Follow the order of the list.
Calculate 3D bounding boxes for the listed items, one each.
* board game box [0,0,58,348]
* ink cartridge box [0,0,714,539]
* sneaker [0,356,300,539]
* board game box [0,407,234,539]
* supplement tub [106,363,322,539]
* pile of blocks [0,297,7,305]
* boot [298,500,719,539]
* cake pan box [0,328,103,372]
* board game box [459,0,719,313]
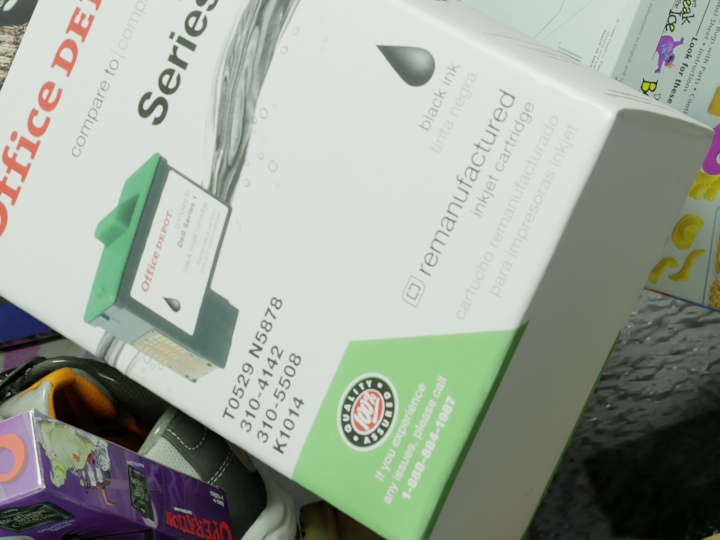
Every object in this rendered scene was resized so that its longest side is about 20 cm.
[{"bbox_3d":[-0.179,-0.051,1.174,0.159,0.097,0.200,-13,29,11],"label":"board game box"},{"bbox_3d":[-0.016,-0.023,0.856,0.199,0.147,0.084,29,10,26],"label":"ink cartridge box"},{"bbox_3d":[-0.111,0.059,0.925,0.199,0.080,0.074,5,44,35],"label":"sneaker"},{"bbox_3d":[-0.150,0.095,0.825,0.199,0.120,0.032,-20,64,19],"label":"board game box"},{"bbox_3d":[0.000,0.000,1.026,0.144,0.145,0.200,-8,30,21],"label":"supplement tub"},{"bbox_3d":[-0.140,-0.027,1.011,0.200,0.062,0.082,-40,-10,-9],"label":"pile of blocks"},{"bbox_3d":[0.093,0.104,0.879,0.199,0.066,0.175,-21,37,-4],"label":"boot"},{"bbox_3d":[-0.141,0.023,1.175,0.183,0.053,0.200,4,36,33],"label":"cake pan box"},{"bbox_3d":[0.130,-0.043,0.952,0.199,0.105,0.103,17,9,-32],"label":"board game box"}]
